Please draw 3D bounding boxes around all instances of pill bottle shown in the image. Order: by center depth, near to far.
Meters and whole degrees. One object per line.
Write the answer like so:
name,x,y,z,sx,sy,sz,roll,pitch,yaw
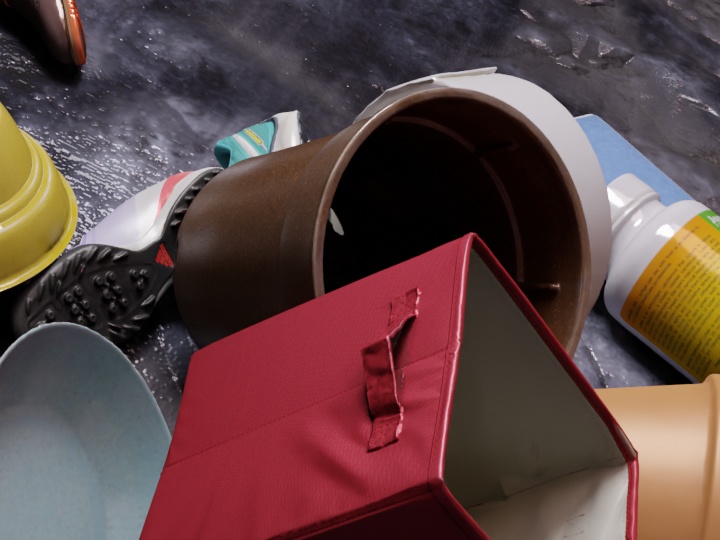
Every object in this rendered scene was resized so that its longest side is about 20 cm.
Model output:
pill bottle,0.256,0.017,1.316,0.200,0.111,0.111,41,37,20

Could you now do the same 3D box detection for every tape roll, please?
tape roll,0.071,-0.034,1.183,0.071,0.203,0.202,-13,50,-42

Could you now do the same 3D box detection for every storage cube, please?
storage cube,0.017,0.120,0.853,0.200,0.180,0.171,50,31,-29

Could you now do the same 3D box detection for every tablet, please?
tablet,0.232,-0.064,1.497,0.130,0.014,0.200,-17,54,-46

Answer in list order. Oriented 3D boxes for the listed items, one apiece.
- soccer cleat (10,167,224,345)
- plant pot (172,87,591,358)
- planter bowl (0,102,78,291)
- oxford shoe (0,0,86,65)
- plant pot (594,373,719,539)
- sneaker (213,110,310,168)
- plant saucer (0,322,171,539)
soccer cleat,-0.158,-0.003,1.127,0.200,0.073,0.068,-41,115,-39
plant pot,0.000,0.000,1.045,0.200,0.201,0.198,-2,0,-35
planter bowl,-0.274,-0.069,1.065,0.200,0.084,0.201,5,36,-3
oxford shoe,-0.271,-0.224,1.350,0.072,0.071,0.200,-24,57,-15
plant pot,0.163,0.150,1.026,0.140,0.200,0.200,11,34,6
sneaker,-0.066,-0.025,1.212,0.080,0.078,0.200,-13,47,8
plant saucer,-0.153,0.128,0.888,0.039,0.201,0.201,-12,26,23
